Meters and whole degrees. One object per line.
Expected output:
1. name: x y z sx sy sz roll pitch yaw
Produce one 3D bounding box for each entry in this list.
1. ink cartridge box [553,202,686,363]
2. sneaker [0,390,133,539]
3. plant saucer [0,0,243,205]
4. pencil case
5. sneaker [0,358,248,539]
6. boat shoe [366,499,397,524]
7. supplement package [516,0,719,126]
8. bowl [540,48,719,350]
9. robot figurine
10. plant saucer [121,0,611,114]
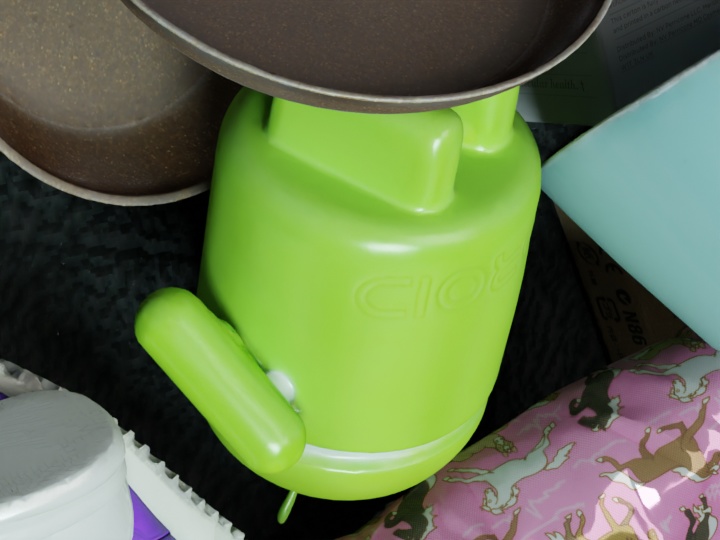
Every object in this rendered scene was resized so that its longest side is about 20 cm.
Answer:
1. ink cartridge box: 0.184 0.004 1.290 0.165 0.075 0.201 -37 116 -32
2. sneaker: -0.167 0.111 0.960 0.199 0.075 0.089 -15 128 -13
3. plant saucer: -0.088 -0.125 1.057 0.200 0.037 0.201 -6 99 -42
4. pencil case: 0.075 0.100 1.109 0.200 0.087 0.083 -29 130 -12
5. sneaker: -0.105 0.108 1.042 0.200 0.069 0.100 44 75 -32
6. boat shoe: 0.094 0.086 1.185 0.199 0.072 0.069 -5 102 -12
7. supplement package: 0.078 -0.168 1.148 0.117 0.117 0.201 -27 111 -35
8. bowl: 0.174 -0.038 1.067 0.200 0.201 0.105 -27 85 -37
9. robot figurine: 0.000 0.000 1.066 0.176 0.115 0.201 -49 157 -44
10. plant saucer: -0.010 -0.121 1.008 0.200 0.200 0.032 -30 155 -36
